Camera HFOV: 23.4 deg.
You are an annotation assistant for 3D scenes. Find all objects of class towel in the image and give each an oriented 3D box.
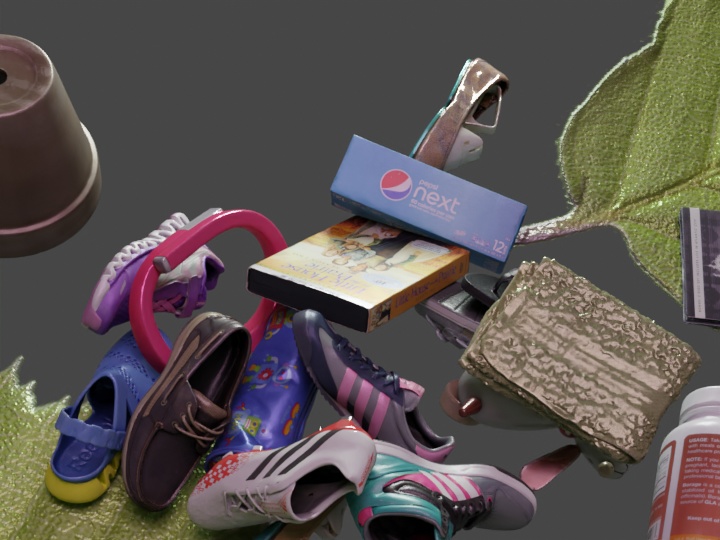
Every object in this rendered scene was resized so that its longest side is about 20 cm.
[{"bbox_3d":[0.207,0.083,1.640,0.199,0.037,0.149,30,65,16],"label":"towel"}]

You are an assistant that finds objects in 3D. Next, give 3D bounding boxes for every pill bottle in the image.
[{"bbox_3d":[0.332,0.214,1.638,0.111,0.112,0.201,14,53,5],"label":"pill bottle"}]

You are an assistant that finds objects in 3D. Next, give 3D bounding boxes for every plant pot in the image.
[{"bbox_3d":[-0.371,-0.144,1.803,0.199,0.174,0.201,3,51,-3],"label":"plant pot"}]

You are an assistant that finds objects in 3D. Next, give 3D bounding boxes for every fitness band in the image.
[{"bbox_3d":[-0.144,0.023,1.721,0.037,0.144,0.200,-2,28,45],"label":"fitness band"}]

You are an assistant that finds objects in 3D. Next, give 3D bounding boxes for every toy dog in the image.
[{"bbox_3d":[0.167,0.145,1.678,0.199,0.133,0.096,12,30,15],"label":"toy dog"}]

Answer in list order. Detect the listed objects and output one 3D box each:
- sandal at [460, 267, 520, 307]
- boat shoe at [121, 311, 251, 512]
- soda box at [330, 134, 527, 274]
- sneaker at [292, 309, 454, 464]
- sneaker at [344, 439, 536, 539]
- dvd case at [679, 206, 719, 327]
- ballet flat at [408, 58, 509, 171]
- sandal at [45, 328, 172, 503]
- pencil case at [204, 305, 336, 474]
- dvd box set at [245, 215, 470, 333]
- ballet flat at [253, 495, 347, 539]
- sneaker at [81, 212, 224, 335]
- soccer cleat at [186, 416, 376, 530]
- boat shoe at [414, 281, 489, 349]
[{"bbox_3d":[0.192,0.028,1.761,0.199,0.048,0.075,17,19,-22],"label":"sandal"},{"bbox_3d":[-0.162,0.130,1.630,0.074,0.073,0.201,29,73,-29],"label":"boat shoe"},{"bbox_3d":[0.071,-0.069,1.835,0.199,0.064,0.068,23,79,5],"label":"soda box"},{"bbox_3d":[0.014,0.109,1.650,0.200,0.082,0.070,55,22,-12],"label":"sneaker"},{"bbox_3d":[0.076,0.231,1.590,0.199,0.084,0.121,15,39,-17],"label":"sneaker"},{"bbox_3d":[0.443,0.004,1.869,0.199,0.016,0.149,6,54,-2],"label":"dvd case"},{"bbox_3d":[0.114,-0.161,1.932,0.067,0.068,0.200,27,56,6],"label":"ballet flat"},{"bbox_3d":[-0.236,0.125,1.666,0.079,0.087,0.201,16,50,10],"label":"sandal"},{"bbox_3d":[-0.079,0.126,1.684,0.086,0.078,0.201,-6,46,34],"label":"pencil case"},{"bbox_3d":[0.000,0.000,1.748,0.146,0.030,0.200,18,26,28],"label":"dvd box set"},{"bbox_3d":[-0.056,0.244,1.620,0.063,0.069,0.200,47,61,-6],"label":"ballet flat"},{"bbox_3d":[-0.200,0.015,1.737,0.088,0.081,0.200,39,34,6],"label":"sneaker"},{"bbox_3d":[-0.075,0.197,1.562,0.199,0.069,0.085,-23,29,20],"label":"soccer cleat"},{"bbox_3d":[0.134,0.074,1.755,0.201,0.065,0.074,28,27,13],"label":"boat shoe"}]
